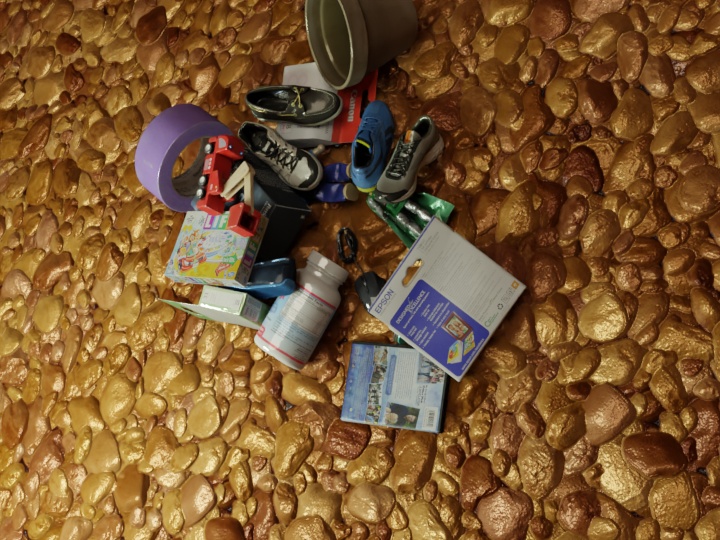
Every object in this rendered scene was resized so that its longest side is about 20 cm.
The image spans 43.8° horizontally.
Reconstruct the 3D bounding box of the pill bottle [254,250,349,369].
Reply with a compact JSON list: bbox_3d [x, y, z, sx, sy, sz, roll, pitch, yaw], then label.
[{"bbox_3d":[-0.104,0.071,1.650,0.108,0.108,0.203,29,88,30],"label":"pill bottle"}]

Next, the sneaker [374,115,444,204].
[{"bbox_3d":[0.080,-0.200,1.622,0.073,0.080,0.202,16,57,31],"label":"sneaker"}]

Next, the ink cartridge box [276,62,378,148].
[{"bbox_3d":[-0.069,-0.332,1.775,0.196,0.057,0.167,-2,73,31],"label":"ink cartridge box"}]

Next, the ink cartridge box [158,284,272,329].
[{"bbox_3d":[-0.265,0.069,1.710,0.196,0.145,0.049,11,78,29],"label":"ink cartridge box"}]

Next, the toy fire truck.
[{"bbox_3d":[-0.236,-0.159,1.639,0.139,0.048,0.205,-7,68,39],"label":"toy fire truck"}]

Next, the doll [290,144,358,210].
[{"bbox_3d":[-0.087,-0.180,1.750,0.197,0.048,0.140,5,83,38],"label":"doll"}]

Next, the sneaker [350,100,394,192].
[{"bbox_3d":[0.021,-0.248,1.671,0.064,0.079,0.204,2,61,16],"label":"sneaker"}]

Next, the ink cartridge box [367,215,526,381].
[{"bbox_3d":[0.145,0.047,1.515,0.199,0.047,0.199,37,91,2],"label":"ink cartridge box"}]

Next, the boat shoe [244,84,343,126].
[{"bbox_3d":[-0.132,-0.325,1.744,0.197,0.060,0.074,2,75,23],"label":"boat shoe"}]

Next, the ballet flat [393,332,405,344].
[{"bbox_3d":[0.115,0.038,1.575,0.200,0.073,0.073,-48,60,1],"label":"ballet flat"}]

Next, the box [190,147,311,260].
[{"bbox_3d":[-0.216,-0.123,1.748,0.200,0.106,0.150,47,114,30],"label":"box"}]

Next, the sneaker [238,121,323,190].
[{"bbox_3d":[-0.160,-0.220,1.721,0.198,0.087,0.077,35,99,27],"label":"sneaker"}]

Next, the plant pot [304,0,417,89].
[{"bbox_3d":[0.011,-0.465,1.711,0.170,0.202,0.202,-18,60,-22],"label":"plant pot"}]

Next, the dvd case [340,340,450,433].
[{"bbox_3d":[0.063,0.202,1.577,0.196,0.017,0.146,2,75,28],"label":"dvd case"}]

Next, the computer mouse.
[{"bbox_3d":[0.000,0.000,1.663,0.058,0.034,0.202,-36,61,13],"label":"computer mouse"}]

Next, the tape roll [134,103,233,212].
[{"bbox_3d":[-0.352,-0.227,1.815,0.084,0.199,0.202,34,91,30],"label":"tape roll"}]

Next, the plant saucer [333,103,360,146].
[{"bbox_3d":[-0.073,-0.334,1.814,0.070,0.019,0.201,-43,60,9],"label":"plant saucer"}]

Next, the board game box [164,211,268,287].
[{"bbox_3d":[-0.270,-0.042,1.667,0.197,0.034,0.137,2,67,39],"label":"board game box"}]

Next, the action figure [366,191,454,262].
[{"bbox_3d":[0.069,-0.121,1.658,0.199,0.054,0.119,39,96,35],"label":"action figure"}]

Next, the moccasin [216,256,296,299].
[{"bbox_3d":[-0.184,0.011,1.647,0.197,0.080,0.070,-1,69,38],"label":"moccasin"}]
